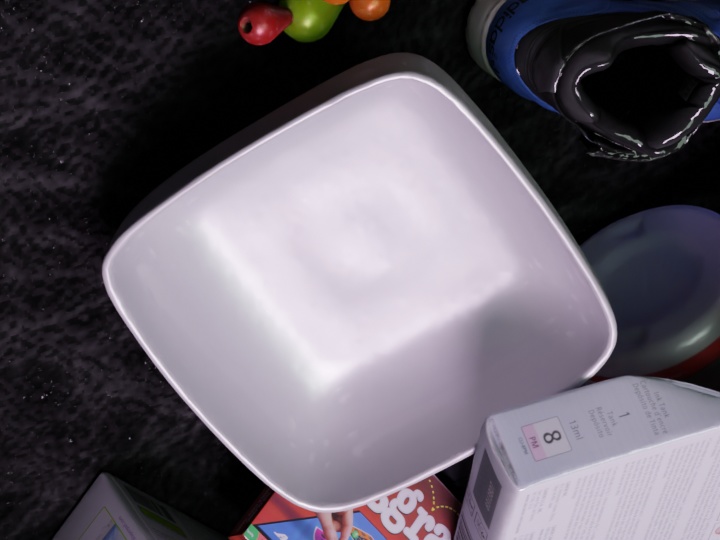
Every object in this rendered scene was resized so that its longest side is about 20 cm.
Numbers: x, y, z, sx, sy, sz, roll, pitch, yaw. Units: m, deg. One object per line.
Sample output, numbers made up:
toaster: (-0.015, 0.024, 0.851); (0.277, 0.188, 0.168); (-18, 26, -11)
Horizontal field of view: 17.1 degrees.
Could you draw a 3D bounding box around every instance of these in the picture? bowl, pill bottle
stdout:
bowl: (0.000, 0.000, 1.131); (0.199, 0.075, 0.200); (-31, 117, 16)
pill bottle: (0.187, 0.072, 1.288); (0.114, 0.114, 0.201); (-37, 128, -6)

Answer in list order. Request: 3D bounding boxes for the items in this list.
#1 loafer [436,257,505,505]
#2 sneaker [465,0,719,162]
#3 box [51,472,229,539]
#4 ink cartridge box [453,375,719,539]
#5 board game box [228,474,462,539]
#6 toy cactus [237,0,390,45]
loafer: (0.066, 0.057, 1.253); (0.063, 0.071, 0.201); (-50, 137, -46)
sneaker: (0.159, -0.095, 1.182); (0.199, 0.111, 0.077); (7, 112, -32)
box: (-0.131, 0.223, 1.200); (0.112, 0.101, 0.201); (34, 97, -37)
ink cartridge box: (0.149, 0.100, 1.187); (0.198, 0.057, 0.163); (-18, 152, -14)
board game box: (0.030, 0.167, 1.240); (0.200, 0.019, 0.103); (47, 59, -16)
toy cactus: (0.026, -0.189, 1.085); (0.164, 0.102, 0.201); (2, 114, -51)
